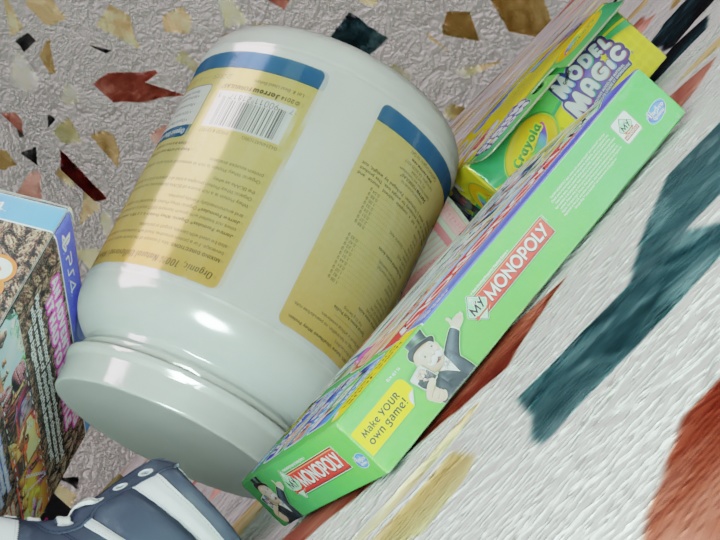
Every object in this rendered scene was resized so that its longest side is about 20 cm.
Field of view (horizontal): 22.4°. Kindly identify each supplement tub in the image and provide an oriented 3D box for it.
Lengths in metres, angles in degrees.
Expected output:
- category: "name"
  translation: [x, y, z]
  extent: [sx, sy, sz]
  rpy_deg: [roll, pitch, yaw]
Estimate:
- category: "supplement tub"
  translation: [-0.051, -0.003, 0.895]
  extent: [0.200, 0.145, 0.145]
  rpy_deg: [-64, 9, -20]

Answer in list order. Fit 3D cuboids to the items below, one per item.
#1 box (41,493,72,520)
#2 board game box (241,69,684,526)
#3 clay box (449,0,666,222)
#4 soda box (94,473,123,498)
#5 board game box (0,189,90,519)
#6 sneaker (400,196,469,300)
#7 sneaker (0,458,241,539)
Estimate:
- category: "box"
  translation: [-0.248, 0.234, 1.093]
  extent: [0.200, 0.115, 0.132]
  rpy_deg: [-48, 3, -36]
- category: "board game box"
  translation: [0.040, 0.014, 0.745]
  extent: [0.200, 0.029, 0.135]
  rpy_deg: [-48, 2, -25]
- category: "clay box"
  translation: [0.095, -0.076, 0.985]
  extent: [0.115, 0.048, 0.200]
  rpy_deg: [-49, 4, -7]
- category: "soda box"
  translation: [-0.135, 0.165, 0.903]
  extent: [0.068, 0.064, 0.200]
  rpy_deg: [-46, 2, 5]
- category: "board game box"
  translation: [-0.212, 0.080, 0.855]
  extent: [0.160, 0.097, 0.200]
  rpy_deg: [92, -164, -48]
- category: "sneaker"
  translation: [0.000, 0.000, 1.058]
  extent: [0.105, 0.075, 0.200]
  rpy_deg: [-44, 5, -7]
- category: "sneaker"
  translation: [-0.135, 0.108, 0.674]
  extent: [0.108, 0.200, 0.070]
  rpy_deg: [-43, -38, -52]
